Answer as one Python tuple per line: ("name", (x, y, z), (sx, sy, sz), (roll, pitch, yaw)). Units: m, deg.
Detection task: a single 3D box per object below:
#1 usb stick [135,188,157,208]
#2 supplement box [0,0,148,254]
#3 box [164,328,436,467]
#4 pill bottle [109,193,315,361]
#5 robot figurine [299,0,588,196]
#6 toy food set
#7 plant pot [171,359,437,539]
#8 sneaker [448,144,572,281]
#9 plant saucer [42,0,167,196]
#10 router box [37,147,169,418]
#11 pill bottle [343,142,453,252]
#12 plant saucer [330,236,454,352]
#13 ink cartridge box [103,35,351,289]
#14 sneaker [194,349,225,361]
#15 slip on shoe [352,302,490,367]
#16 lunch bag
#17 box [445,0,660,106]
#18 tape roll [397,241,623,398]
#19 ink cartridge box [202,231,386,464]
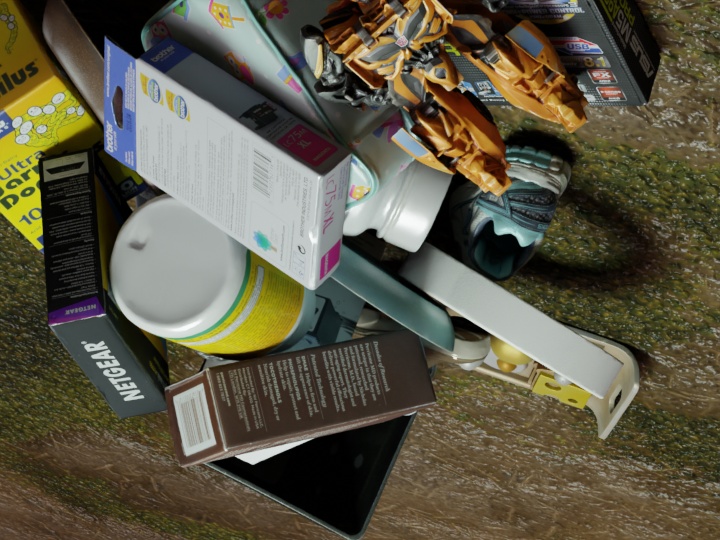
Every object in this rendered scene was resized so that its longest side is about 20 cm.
("usb stick", (-0.183, -0.050, 1.813), (0.055, 0.033, 0.200), (24, 155, 9))
("supplement box", (-0.272, -0.119, 1.577), (0.110, 0.109, 0.200), (57, -179, 29))
("box", (-0.049, 0.104, 1.606), (0.200, 0.075, 0.100), (-8, 171, -29))
("pill bottle", (-0.109, 0.012, 1.550), (0.113, 0.113, 0.200), (9, 173, 21))
("robot figurine", (0.057, -0.136, 1.277), (0.145, 0.058, 0.200), (-42, 132, 17))
("toy food set", (0.153, 0.098, 1.828), (0.200, 0.061, 0.144), (20, 154, 2))
("plant pot", (-0.079, 0.134, 1.934), (0.200, 0.200, 0.177), (30, 164, -22))
("sneaker", (0.106, -0.030, 1.574), (0.077, 0.086, 0.200), (20, 159, -2))
("plant saucer", (-0.192, -0.130, 1.519), (0.200, 0.032, 0.200), (55, 179, 1))
("router box", (-0.205, 0.014, 1.576), (0.051, 0.150, 0.200), (-11, 154, 6))
("pill bottle", (-0.031, -0.095, 1.516), (0.200, 0.113, 0.113), (23, 155, -4))
("plant saucer", (0.000, 0.000, 1.589), (0.200, 0.027, 0.200), (35, -177, -2))
("ink cartridge box", (-0.097, -0.083, 1.363), (0.200, 0.042, 0.119), (31, 143, 20))
("sneaker", (-0.137, -0.027, 1.706), (0.075, 0.201, 0.115), (-3, -172, -10))
("slip on shoe", (0.045, 0.068, 1.731), (0.076, 0.061, 0.200), (0, -172, -37))
("lunch bag", (-0.059, -0.132, 1.378), (0.200, 0.077, 0.160), (54, 149, -8))
("box", (0.089, -0.178, 1.347), (0.200, 0.044, 0.160), (3, 150, 31))
("tape roll", (0.122, 0.039, 1.595), (0.203, 0.037, 0.203), (31, -179, 0))
("ink cartridge box", (-0.071, 0.060, 1.749), (0.086, 0.200, 0.146), (27, 156, -18))
